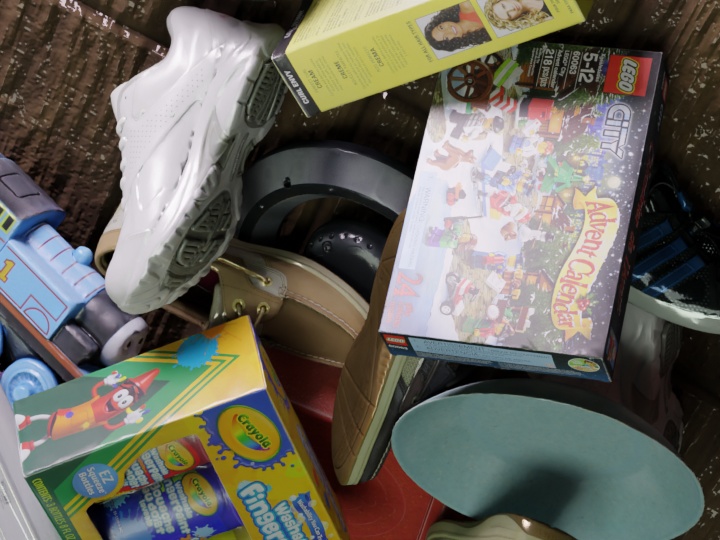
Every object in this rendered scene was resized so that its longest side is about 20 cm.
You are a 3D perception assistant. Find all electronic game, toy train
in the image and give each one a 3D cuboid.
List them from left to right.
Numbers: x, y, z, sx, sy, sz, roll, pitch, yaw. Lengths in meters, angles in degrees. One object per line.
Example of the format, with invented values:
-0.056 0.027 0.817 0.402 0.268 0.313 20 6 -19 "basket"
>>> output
-0.225 0.016 1.750 0.200 0.087 0.114 44 111 13 "toy train"
0.000 0.000 1.716 0.199 0.042 0.201 17 133 19 "electronic game"

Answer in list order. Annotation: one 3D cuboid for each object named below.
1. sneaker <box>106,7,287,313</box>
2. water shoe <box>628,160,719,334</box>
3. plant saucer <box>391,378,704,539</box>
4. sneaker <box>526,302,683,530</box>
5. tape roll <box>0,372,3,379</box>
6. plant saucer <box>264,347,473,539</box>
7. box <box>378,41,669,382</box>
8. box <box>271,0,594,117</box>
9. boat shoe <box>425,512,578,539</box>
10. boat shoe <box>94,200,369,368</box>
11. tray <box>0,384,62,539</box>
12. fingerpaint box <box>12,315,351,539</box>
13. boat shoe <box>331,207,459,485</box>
-0.121 -0.073 1.648 0.099 0.078 0.201 24 88 23 "sneaker"
0.182 -0.023 1.609 0.199 0.072 0.079 18 125 7 "water shoe"
0.120 0.112 1.636 0.200 0.039 0.201 13 150 7 "plant saucer"
0.157 0.086 1.706 0.099 0.078 0.201 12 120 22 "sneaker"
-0.263 0.143 1.823 0.199 0.200 0.066 -9 122 27 "tape roll"
-0.016 0.139 1.803 0.199 0.037 0.201 22 142 5 "plant saucer"
0.099 -0.040 1.552 0.136 0.201 0.038 6 157 18 "box"
0.047 -0.157 1.564 0.199 0.075 0.050 -18 119 30 "box"
0.084 0.203 1.713 0.073 0.063 0.201 24 164 -15 "boat shoe"
-0.082 0.020 1.704 0.199 0.066 0.074 24 135 11 "boat shoe"
-0.256 0.158 1.709 0.107 0.022 0.201 -25 93 -2 "tray"
-0.111 0.145 1.707 0.166 0.074 0.201 -20 134 3 "fingerpaint box"
0.033 0.054 1.645 0.064 0.073 0.201 7 123 -19 "boat shoe"
